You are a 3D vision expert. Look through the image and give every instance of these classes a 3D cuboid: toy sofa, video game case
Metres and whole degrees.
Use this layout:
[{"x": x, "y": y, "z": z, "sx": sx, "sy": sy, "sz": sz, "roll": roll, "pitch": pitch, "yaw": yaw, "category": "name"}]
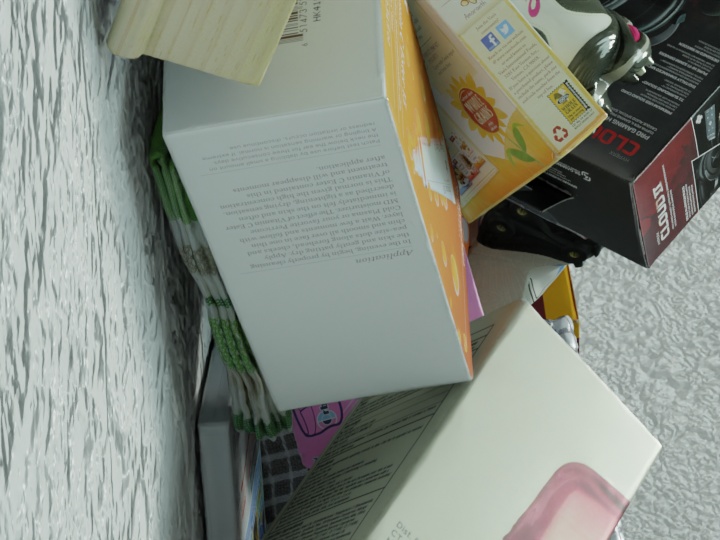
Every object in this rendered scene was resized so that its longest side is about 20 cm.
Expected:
[{"x": -0.069, "y": -0.175, "z": 1.027, "sx": 0.200, "sy": 0.097, "sz": 0.083, "roll": -89, "pitch": -160, "yaw": -47, "category": "toy sofa"}, {"x": -0.065, "y": 0.140, "z": 1.327, "sx": 0.143, "sy": 0.018, "sz": 0.200, "roll": -85, "pitch": 173, "yaw": -68, "category": "video game case"}]

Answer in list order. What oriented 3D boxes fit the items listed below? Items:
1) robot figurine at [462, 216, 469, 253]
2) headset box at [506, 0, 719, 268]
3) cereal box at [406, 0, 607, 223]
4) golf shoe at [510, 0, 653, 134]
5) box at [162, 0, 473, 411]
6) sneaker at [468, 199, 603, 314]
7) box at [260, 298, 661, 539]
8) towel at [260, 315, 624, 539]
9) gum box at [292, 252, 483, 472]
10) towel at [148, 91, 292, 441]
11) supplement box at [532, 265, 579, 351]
[{"x": -0.001, "y": 0.001, "z": 1.497, "sx": 0.200, "sy": 0.144, "sz": 0.117, "roll": 110, "pitch": -31, "yaw": -58, "category": "robot figurine"}, {"x": 0.141, "y": -0.104, "z": 1.375, "sx": 0.200, "sy": 0.149, "sz": 0.077, "roll": -45, "pitch": 144, "yaw": -23, "category": "headset box"}, {"x": 0.020, "y": -0.122, "z": 1.203, "sx": 0.200, "sy": 0.040, "sz": 0.144, "roll": 50, "pitch": -18, "yaw": -1, "category": "cereal box"}, {"x": 0.073, "y": -0.131, "z": 1.267, "sx": 0.077, "sy": 0.088, "sz": 0.200, "roll": -52, "pitch": -158, "yaw": -6, "category": "golf shoe"}, {"x": -0.016, "y": -0.048, "z": 1.127, "sx": 0.200, "sy": 0.097, "sz": 0.125, "roll": 71, "pitch": 13, "yaw": -50, "category": "box"}, {"x": 0.103, "y": -0.031, "z": 1.484, "sx": 0.073, "sy": 0.072, "sz": 0.200, "roll": -67, "pitch": -172, "yaw": -23, "category": "sneaker"}, {"x": 0.033, "y": 0.131, "z": 1.196, "sx": 0.128, "sy": 0.109, "sz": 0.200, "roll": -29, "pitch": -160, "yaw": 52, "category": "box"}, {"x": 0.039, "y": 0.122, "z": 1.416, "sx": 0.086, "sy": 0.200, "sz": 0.166, "roll": 25, "pitch": 52, "yaw": -66, "category": "towel"}, {"x": 0.002, "y": 0.007, "z": 1.351, "sx": 0.066, "sy": 0.113, "sz": 0.200, "roll": 75, "pitch": -1, "yaw": -76, "category": "gum box"}, {"x": -0.067, "y": -0.033, "z": 1.205, "sx": 0.200, "sy": 0.031, "sz": 0.149, "roll": 73, "pitch": 12, "yaw": -46, "category": "towel"}, {"x": 0.051, "y": 0.050, "z": 1.792, "sx": 0.200, "sy": 0.197, "sz": 0.133, "roll": 84, "pitch": 0, "yaw": -52, "category": "supplement box"}]
